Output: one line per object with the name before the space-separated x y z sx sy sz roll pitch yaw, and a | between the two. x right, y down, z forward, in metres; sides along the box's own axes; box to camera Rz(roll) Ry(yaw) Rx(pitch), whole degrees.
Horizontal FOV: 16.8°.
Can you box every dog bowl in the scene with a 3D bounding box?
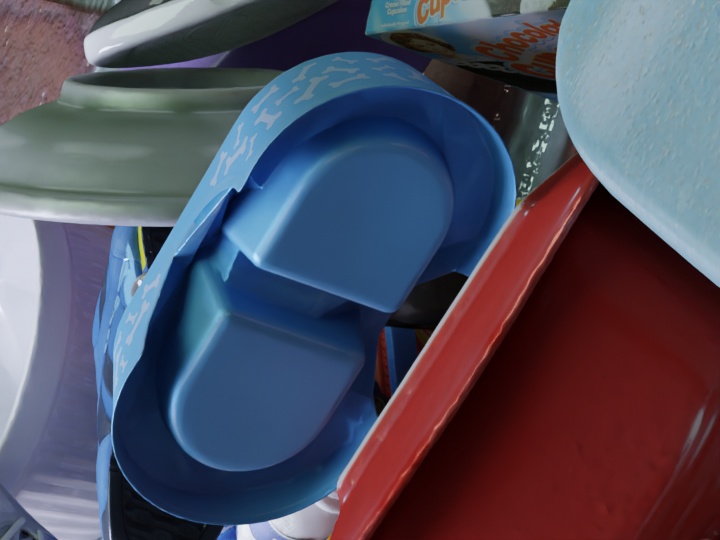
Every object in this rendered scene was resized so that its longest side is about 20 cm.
dog bowl | -0.024 0.004 0.924 0.201 0.111 0.050 -58 32 21

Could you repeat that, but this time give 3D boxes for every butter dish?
butter dish | 0.097 0.055 0.892 0.201 0.147 0.199 -57 -7 19

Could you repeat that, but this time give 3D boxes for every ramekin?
ramekin | -0.180 0.060 1.320 0.200 0.105 0.201 -30 52 46

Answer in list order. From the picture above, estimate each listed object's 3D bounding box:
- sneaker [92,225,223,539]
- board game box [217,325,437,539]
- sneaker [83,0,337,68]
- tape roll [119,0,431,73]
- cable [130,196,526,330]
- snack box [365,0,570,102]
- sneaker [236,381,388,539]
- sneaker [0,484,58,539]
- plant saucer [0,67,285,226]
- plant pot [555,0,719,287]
sneaker | -0.094 0.055 1.138 0.078 0.066 0.201 142 135 -57
board game box | -0.023 0.070 1.128 0.196 0.056 0.201 -39 46 41
sneaker | -0.039 -0.161 1.033 0.199 0.071 0.100 -25 84 8
tape roll | -0.028 -0.147 1.170 0.200 0.085 0.201 -44 29 33
cable | 0.000 0.000 1.008 0.097 0.199 0.051 128 138 -70
snack box | 0.105 -0.100 0.961 0.200 0.116 0.037 1 77 56
sneaker | -0.053 0.040 1.066 0.088 0.075 0.201 -54 37 27
sneaker | -0.147 0.160 1.188 0.086 0.200 0.075 -27 16 34
plant saucer | -0.072 -0.057 1.023 0.200 0.199 0.051 14 107 57
plant pot | 0.174 -0.077 0.768 0.200 0.196 0.197 35 101 57
